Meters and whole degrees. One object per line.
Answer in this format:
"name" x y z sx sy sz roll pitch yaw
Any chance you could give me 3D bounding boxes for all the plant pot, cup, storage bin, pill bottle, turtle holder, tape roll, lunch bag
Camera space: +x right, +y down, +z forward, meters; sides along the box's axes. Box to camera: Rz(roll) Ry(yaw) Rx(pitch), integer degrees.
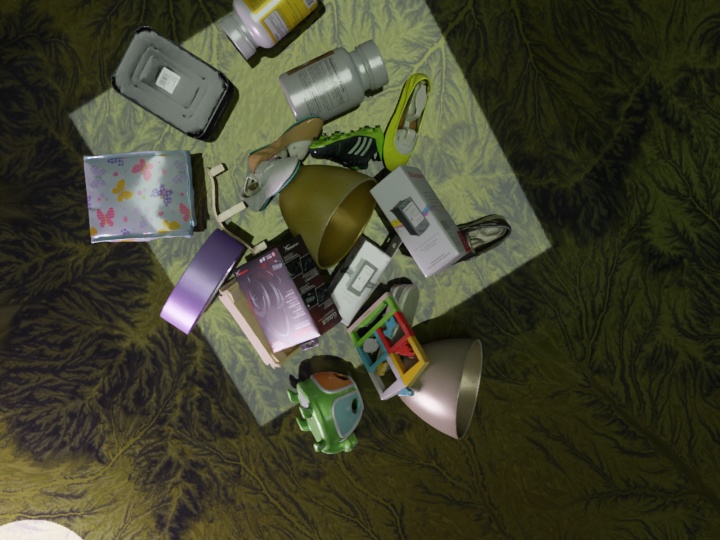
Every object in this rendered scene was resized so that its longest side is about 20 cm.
"plant pot" -0.077 -0.127 1.322 0.141 0.200 0.202 33 95 16
"cup" 0.157 0.227 1.385 0.140 0.200 0.205 9 98 21
"storage bin" -0.359 -0.358 1.307 0.198 0.094 0.137 31 95 -8
"pill bottle" -0.050 -0.365 1.315 0.197 0.114 0.116 -25 99 0
"turtle holder" -0.057 0.299 1.393 0.130 0.141 0.189 -24 90 -17
"tape roll" -0.304 0.020 1.307 0.065 0.200 0.202 34 94 -7
"lunch bag" -0.419 -0.143 1.318 0.195 0.127 0.174 -4 96 7
"pill bottle" -0.171 -0.503 1.290 0.199 0.112 0.113 -40 98 2

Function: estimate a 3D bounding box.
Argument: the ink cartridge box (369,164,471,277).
"ink cartridge box" 0.121 -0.097 1.318 0.085 0.147 0.202 -37 82 19

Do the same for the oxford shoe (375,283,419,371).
"oxford shoe" 0.069 0.118 1.420 0.057 0.074 0.204 27 108 38

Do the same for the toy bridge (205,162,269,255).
"toy bridge" -0.263 -0.120 1.378 0.066 0.027 0.203 -28 98 2

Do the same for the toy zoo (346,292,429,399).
"toy zoo" 0.059 0.164 1.361 0.131 0.020 0.202 -45 59 26

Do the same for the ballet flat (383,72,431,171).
"ballet flat" 0.097 -0.296 1.354 0.066 0.067 0.204 14 96 -25

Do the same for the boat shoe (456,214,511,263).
"boat shoe" 0.218 -0.059 1.398 0.197 0.065 0.074 -27 100 1

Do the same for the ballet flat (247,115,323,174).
"ballet flat" -0.140 -0.231 1.314 0.198 0.068 0.064 -23 76 38

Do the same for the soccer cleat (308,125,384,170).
"soccer cleat" -0.020 -0.232 1.314 0.198 0.067 0.083 -21 112 -45

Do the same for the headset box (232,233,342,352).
"headset box" -0.136 0.056 1.287 0.147 0.077 0.203 -21 96 42

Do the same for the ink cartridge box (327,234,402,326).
"ink cartridge box" 0.000 0.000 1.366 0.067 0.116 0.202 33 94 -9

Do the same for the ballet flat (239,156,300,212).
"ballet flat" -0.184 -0.171 1.299 0.068 0.199 0.071 11 67 -27

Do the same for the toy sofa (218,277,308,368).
"toy sofa" -0.201 0.097 1.393 0.082 0.097 0.202 -37 99 -23
